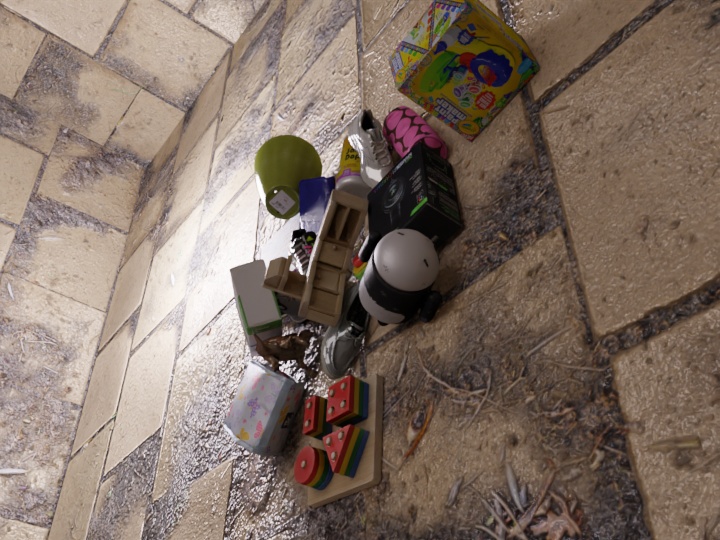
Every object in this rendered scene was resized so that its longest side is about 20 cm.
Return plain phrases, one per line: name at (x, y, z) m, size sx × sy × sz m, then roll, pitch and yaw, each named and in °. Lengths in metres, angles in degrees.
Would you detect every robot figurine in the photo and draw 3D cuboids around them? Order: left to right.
robot figurine at (0.068, 0.014, 1.245) m, size 0.201 × 0.147 × 0.127 m, roll 113°, pitch 168°, yaw -52°

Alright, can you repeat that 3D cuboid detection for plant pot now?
plant pot at (-0.190, -0.218, 1.781) m, size 0.188 × 0.185 × 0.201 m, roll -48°, pitch 23°, yaw 25°

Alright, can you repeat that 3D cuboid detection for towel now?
towel at (-0.092, -0.117, 1.644) m, size 0.147 × 0.049 × 0.205 m, roll 4°, pitch 98°, yaw 55°

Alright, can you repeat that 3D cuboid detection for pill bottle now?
pill bottle at (0.004, -0.255, 1.608) m, size 0.104 × 0.103 × 0.204 m, roll -27°, pitch 46°, yaw 47°

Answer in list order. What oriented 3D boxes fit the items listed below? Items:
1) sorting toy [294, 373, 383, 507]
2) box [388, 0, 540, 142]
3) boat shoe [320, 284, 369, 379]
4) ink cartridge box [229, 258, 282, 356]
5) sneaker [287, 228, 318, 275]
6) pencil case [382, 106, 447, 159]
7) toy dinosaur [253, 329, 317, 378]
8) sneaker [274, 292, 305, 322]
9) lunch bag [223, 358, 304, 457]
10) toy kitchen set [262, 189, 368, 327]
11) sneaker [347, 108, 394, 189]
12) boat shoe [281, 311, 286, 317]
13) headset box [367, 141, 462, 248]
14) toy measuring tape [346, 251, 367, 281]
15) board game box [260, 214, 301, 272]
sorting toy at (-0.047, 0.309, 1.288) m, size 0.199 × 0.069 × 0.202 m, roll -35°, pitch 40°, yaw 41°
box at (0.191, -0.390, 1.310) m, size 0.193 × 0.198 × 0.123 m, roll -46°, pitch 34°, yaw 30°
boat shoe at (-0.023, 0.117, 1.397) m, size 0.071 × 0.069 × 0.204 m, roll -24°, pitch 45°, yaw 57°
ink cartridge box at (-0.232, 0.089, 1.567) m, size 0.201 × 0.083 × 0.148 m, roll 103°, pitch 148°, yaw -64°
sneaker at (-0.110, -0.039, 1.570) m, size 0.199 × 0.073 × 0.089 m, roll 36°, pitch 133°, yaw 54°
pencil case at (0.108, -0.275, 1.474) m, size 0.092 × 0.092 × 0.201 m, roll -25°, pitch 32°, yaw -3°
toy dinosaur at (-0.172, 0.169, 1.506) m, size 0.134 × 0.198 × 0.088 m, roll 16°, pitch 93°, yaw 49°
sneaker at (-0.136, 0.055, 1.583) m, size 0.199 × 0.114 × 0.076 m, roll -34°, pitch 40°, yaw 42°
lunch bag at (-0.202, 0.298, 1.496) m, size 0.172 × 0.125 × 0.199 m, roll -68°, pitch 18°, yaw -8°
toy kitchen set at (-0.092, -0.036, 1.380) m, size 0.202 × 0.160 × 0.182 m, roll -84°, pitch 13°, yaw -51°
sneaker at (0.028, -0.257, 1.505) m, size 0.203 × 0.073 × 0.087 m, roll 64°, pitch 158°, yaw 18°
boat shoe at (-0.194, 0.069, 1.727) m, size 0.200 × 0.063 × 0.075 m, roll -35°, pitch 38°, yaw 40°
headset box at (0.099, -0.111, 1.347) m, size 0.174 × 0.092 × 0.203 m, roll -42°, pitch 34°, yaw 35°
toy measuring tape at (0.000, 0.000, 1.456) m, size 0.199 × 0.073 × 0.075 m, roll -24°, pitch 47°, yaw 59°
board game box at (-0.202, -0.028, 1.832) m, size 0.199 × 0.041 × 0.202 m, roll -38°, pitch 38°, yaw 38°
